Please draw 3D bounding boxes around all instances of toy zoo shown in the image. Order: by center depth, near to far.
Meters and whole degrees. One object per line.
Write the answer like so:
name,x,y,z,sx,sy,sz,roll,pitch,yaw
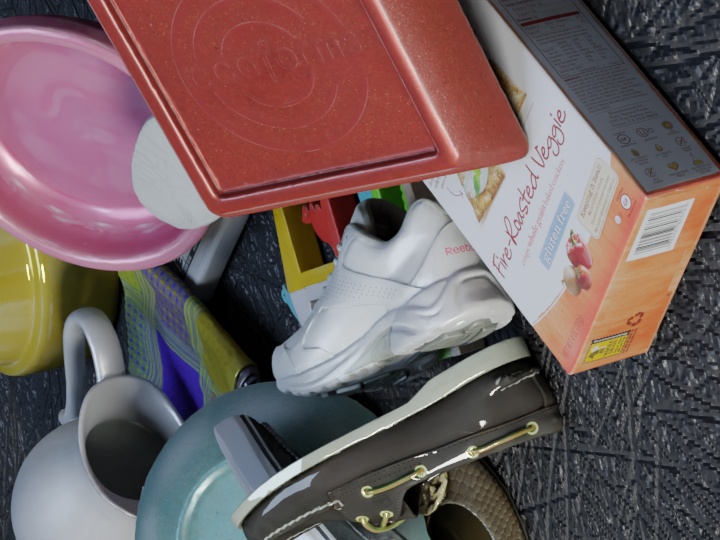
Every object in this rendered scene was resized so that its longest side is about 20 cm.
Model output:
toy zoo,0.000,0.000,1.646,0.200,0.020,0.131,-17,89,60

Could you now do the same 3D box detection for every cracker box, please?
cracker box,0.095,-0.064,1.416,0.200,0.058,0.134,55,145,32

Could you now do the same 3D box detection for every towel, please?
towel,-0.117,0.068,1.852,0.200,0.023,0.144,46,152,40

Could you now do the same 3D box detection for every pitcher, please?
pitcher,-0.186,0.131,1.921,0.200,0.121,0.172,127,128,-60

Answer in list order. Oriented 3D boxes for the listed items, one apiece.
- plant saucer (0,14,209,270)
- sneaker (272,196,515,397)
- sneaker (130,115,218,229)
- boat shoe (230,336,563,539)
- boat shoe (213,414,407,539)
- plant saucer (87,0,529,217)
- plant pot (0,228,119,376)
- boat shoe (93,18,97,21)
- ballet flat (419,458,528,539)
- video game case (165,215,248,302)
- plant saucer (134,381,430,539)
plant saucer,-0.178,-0.089,1.749,0.200,0.051,0.201,14,136,14
sneaker,0.012,0.012,1.552,0.200,0.078,0.099,-29,72,49
sneaker,-0.068,-0.105,1.642,0.075,0.088,0.200,41,130,6
boat shoe,0.019,0.112,1.529,0.201,0.072,0.061,-32,80,15
boat shoe,-0.009,0.151,1.606,0.200,0.071,0.072,48,170,26
plant saucer,-0.042,-0.112,1.373,0.200,0.037,0.200,-10,122,32
plant pot,-0.306,-0.010,1.995,0.201,0.189,0.201,34,131,50
boat shoe,-0.179,-0.124,1.816,0.065,0.074,0.200,47,148,-12
ballet flat,0.076,0.186,1.578,0.200,0.046,0.067,64,148,18
video game case,-0.121,-0.103,1.804,0.182,0.023,0.200,60,148,23
plant saucer,-0.056,0.167,1.677,0.201,0.039,0.201,-2,85,21
